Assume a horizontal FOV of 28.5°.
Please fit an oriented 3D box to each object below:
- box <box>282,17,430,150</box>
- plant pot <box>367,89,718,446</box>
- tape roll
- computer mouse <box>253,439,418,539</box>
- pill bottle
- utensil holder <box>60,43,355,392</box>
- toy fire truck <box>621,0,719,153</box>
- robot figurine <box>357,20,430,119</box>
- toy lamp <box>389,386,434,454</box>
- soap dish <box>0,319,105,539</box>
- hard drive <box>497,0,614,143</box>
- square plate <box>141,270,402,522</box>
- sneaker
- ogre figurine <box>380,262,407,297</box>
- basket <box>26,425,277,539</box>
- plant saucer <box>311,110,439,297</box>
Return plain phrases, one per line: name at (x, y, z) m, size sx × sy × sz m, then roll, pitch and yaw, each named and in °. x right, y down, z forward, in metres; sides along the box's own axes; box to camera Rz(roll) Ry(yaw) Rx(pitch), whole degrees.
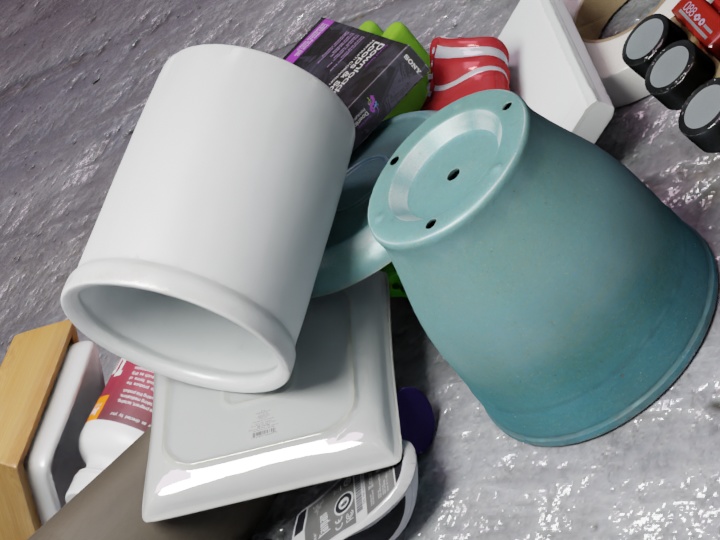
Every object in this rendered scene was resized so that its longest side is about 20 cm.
box at (-0.036, -0.149, 1.233) m, size 0.143 × 0.036 × 0.200 m, roll -47°, pitch 29°, yaw -5°
plant pot at (0.112, -0.014, 0.975) m, size 0.199 × 0.188 × 0.201 m, roll -31°, pitch 34°, yaw 24°
tape roll at (0.236, -0.223, 1.215) m, size 0.202 × 0.037 × 0.203 m, roll -32°, pitch 32°, yaw 23°
computer mouse at (-0.021, 0.202, 1.037) m, size 0.200 × 0.044 × 0.110 m, roll -41°, pitch 25°, yaw 21°
pill bottle at (-0.176, 0.130, 1.243) m, size 0.113 × 0.113 × 0.201 m, roll -11°, pitch 45°, yaw 45°
utensil holder at (-0.103, -0.038, 1.031) m, size 0.169 × 0.170 × 0.201 m, roll -9°, pitch 55°, yaw 46°
toy fire truck at (0.312, -0.163, 0.989) m, size 0.200 × 0.128 × 0.176 m, roll -48°, pitch 29°, yaw 18°
robot figurine at (-0.011, -0.142, 1.353) m, size 0.175 × 0.116 × 0.201 m, roll 14°, pitch 65°, yaw 47°
toy lamp at (-0.032, 0.126, 1.122) m, size 0.199 × 0.058 × 0.058 m, roll -15°, pitch 42°, yaw 43°
soap dish at (-0.283, 0.162, 1.268) m, size 0.081 × 0.201 × 0.158 m, roll 8°, pitch 50°, yaw 6°
hard drive at (0.145, -0.140, 1.185) m, size 0.132 × 0.026 × 0.201 m, roll -59°, pitch 25°, yaw 32°
square plate at (-0.071, 0.084, 1.073) m, size 0.199 × 0.029 × 0.199 m, roll -15°, pitch 42°, yaw 10°
sneaker at (0.066, -0.129, 1.238) m, size 0.200 × 0.071 × 0.113 m, roll -31°, pitch 50°, yaw 50°
ogre figurine at (0.000, 0.000, 1.194) m, size 0.200 × 0.098 × 0.120 m, roll -49°, pitch 39°, yaw 16°
basket at (-0.166, 0.214, 1.100) m, size 0.135 × 0.181 × 0.200 m, roll 18°, pitch 58°, yaw 38°
plant saucer at (0.004, -0.061, 1.124) m, size 0.199 × 0.027 × 0.201 m, roll -32°, pitch 28°, yaw 19°
